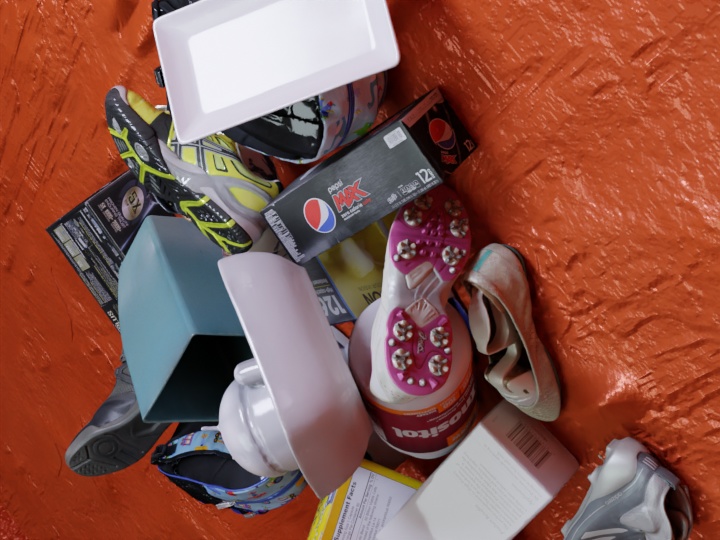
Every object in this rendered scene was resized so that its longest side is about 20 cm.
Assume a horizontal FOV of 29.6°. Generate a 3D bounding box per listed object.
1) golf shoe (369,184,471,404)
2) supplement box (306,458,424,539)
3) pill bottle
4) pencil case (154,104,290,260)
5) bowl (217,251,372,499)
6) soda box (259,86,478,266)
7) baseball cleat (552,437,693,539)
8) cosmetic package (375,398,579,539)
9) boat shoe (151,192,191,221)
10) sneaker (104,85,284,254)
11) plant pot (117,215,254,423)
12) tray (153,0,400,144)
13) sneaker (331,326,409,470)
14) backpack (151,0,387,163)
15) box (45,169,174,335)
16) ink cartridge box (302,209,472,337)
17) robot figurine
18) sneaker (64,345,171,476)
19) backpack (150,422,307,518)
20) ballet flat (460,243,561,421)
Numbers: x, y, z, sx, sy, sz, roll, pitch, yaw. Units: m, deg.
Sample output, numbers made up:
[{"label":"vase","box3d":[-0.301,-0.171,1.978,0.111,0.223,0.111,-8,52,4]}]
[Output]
[{"label":"golf shoe","box3d":[0.042,0.020,1.168,0.074,0.202,0.092,19,153,-13]},{"label":"supplement box","box3d":[0.048,0.295,1.463,0.198,0.110,0.110,23,149,-4]},{"label":"pill bottle","box3d":[0.055,0.107,1.287,0.113,0.113,0.200,37,166,22]},{"label":"pencil case","box3d":[-0.124,-0.088,1.325,0.089,0.078,0.202,-23,83,20]},{"label":"bowl","box3d":[-0.051,0.086,1.226,0.200,0.074,0.201,70,176,-63]},{"label":"soda box","box3d":[0.004,-0.078,1.175,0.199,0.071,0.064,-28,102,44]},{"label":"baseball cleat","box3d":[0.240,0.237,1.245,0.106,0.070,0.201,38,149,23]},{"label":"cosmetic package","box3d":[0.112,0.227,1.334,0.102,0.074,0.200,46,127,10]},{"label":"boat shoe","box3d":[-0.162,-0.070,1.442,0.070,0.091,0.202,5,128,52]},{"label":"sneaker","box3d":[-0.156,-0.102,1.264,0.200,0.076,0.076,43,155,7]},{"label":"plant pot","box3d":[-0.183,0.044,1.502,0.142,0.140,0.201,-56,47,33]},{"label":"tray","box3d":[-0.066,-0.178,1.070,0.198,0.022,0.109,-17,79,21]},{"label":"sneaker","box3d":[-0.022,0.146,1.497,0.201,0.084,0.073,58,152,-9]},{"label":"backpack","box3d":[-0.072,-0.176,1.164,0.200,0.152,0.165,39,136,46]},{"label":"box","box3d":[-0.274,-0.008,1.672,0.201,0.086,0.163,55,149,-9]},{"label":"ink cartridge box","box3d":[0.000,0.000,1.343,0.197,0.047,0.201,-14,109,57]},{"label":"robot figurine","box3d":[-0.064,0.144,1.423,0.170,0.198,0.114,58,-165,-35]},{"label":"sneaker","box3d":[-0.272,0.154,1.614,0.076,0.199,0.115,37,-165,-34]},{"label":"backpack","box3d":[-0.116,0.198,1.594,0.199,0.184,0.135,4,147,45]},{"label":"ballet flat","box3d":[0.128,0.068,1.219,0.067,0.062,0.202,13,134,44]}]
